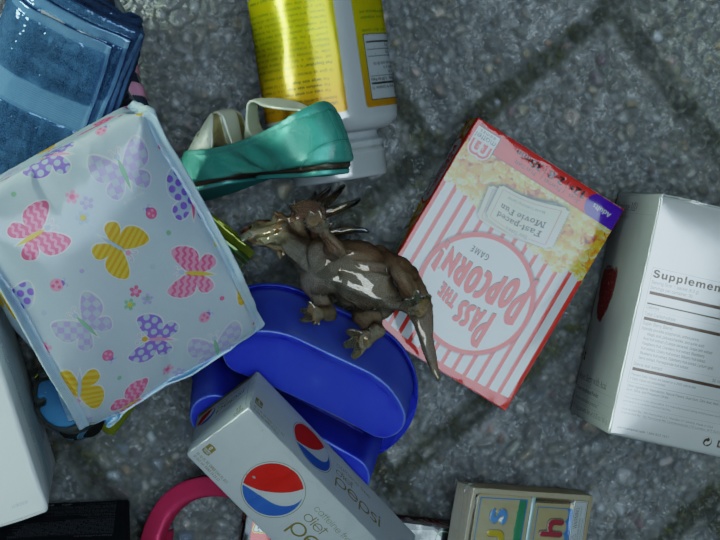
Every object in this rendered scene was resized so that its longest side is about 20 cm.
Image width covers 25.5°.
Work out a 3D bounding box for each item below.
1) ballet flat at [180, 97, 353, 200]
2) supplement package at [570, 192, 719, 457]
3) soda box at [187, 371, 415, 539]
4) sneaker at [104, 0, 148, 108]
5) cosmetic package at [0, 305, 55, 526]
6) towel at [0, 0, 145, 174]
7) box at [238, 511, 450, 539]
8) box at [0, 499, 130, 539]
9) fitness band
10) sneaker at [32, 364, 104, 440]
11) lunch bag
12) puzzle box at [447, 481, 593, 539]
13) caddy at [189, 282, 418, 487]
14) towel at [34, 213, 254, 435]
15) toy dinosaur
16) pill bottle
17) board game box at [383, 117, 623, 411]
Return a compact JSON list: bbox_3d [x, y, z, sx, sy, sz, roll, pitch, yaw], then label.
[{"bbox_3d":[-0.086,-0.098,1.256,0.067,0.199,0.071,-6,88,-49],"label":"ballet flat"},{"bbox_3d":[0.267,0.043,1.344,0.119,0.121,0.201,12,91,-8],"label":"supplement package"},{"bbox_3d":[-0.044,0.178,1.257,0.068,0.064,0.200,-37,108,17],"label":"soda box"},{"bbox_3d":[-0.198,-0.162,1.296,0.070,0.082,0.201,-4,119,26],"label":"sneaker"},{"bbox_3d":[-0.321,0.092,1.224,0.122,0.200,0.200,-18,96,-9],"label":"cosmetic package"},{"bbox_3d":[-0.246,-0.130,1.247,0.111,0.049,0.200,26,123,0],"label":"towel"},{"bbox_3d":[-0.010,0.274,1.360,0.199,0.040,0.138,8,91,-8],"label":"box"},{"bbox_3d":[-0.231,0.272,1.247,0.104,0.200,0.149,-2,93,-7],"label":"box"},{"bbox_3d":[-0.115,0.268,1.316,0.143,0.037,0.201,2,90,18],"label":"fitness band"},{"bbox_3d":[-0.209,0.041,1.291,0.073,0.082,0.201,18,73,9],"label":"sneaker"},{"bbox_3d":[-0.188,-0.001,1.196,0.169,0.127,0.201,-31,103,-9],"label":"lunch bag"},{"bbox_3d":[0.126,0.283,1.363,0.133,0.025,0.201,7,92,-30],"label":"puzzle box"},{"bbox_3d":[-0.049,0.097,1.315,0.199,0.105,0.142,26,113,-9],"label":"caddy"},{"bbox_3d":[-0.180,0.035,1.333,0.086,0.018,0.200,37,88,-8],"label":"towel"},{"bbox_3d":[0.000,0.000,1.289,0.200,0.136,0.086,33,107,-4],"label":"toy dinosaur"},{"bbox_3d":[-0.031,-0.173,1.295,0.109,0.109,0.201,-9,95,-7],"label":"pill bottle"},{"bbox_3d":[0.108,-0.005,1.356,0.151,0.046,0.201,30,89,-8],"label":"board game box"}]
